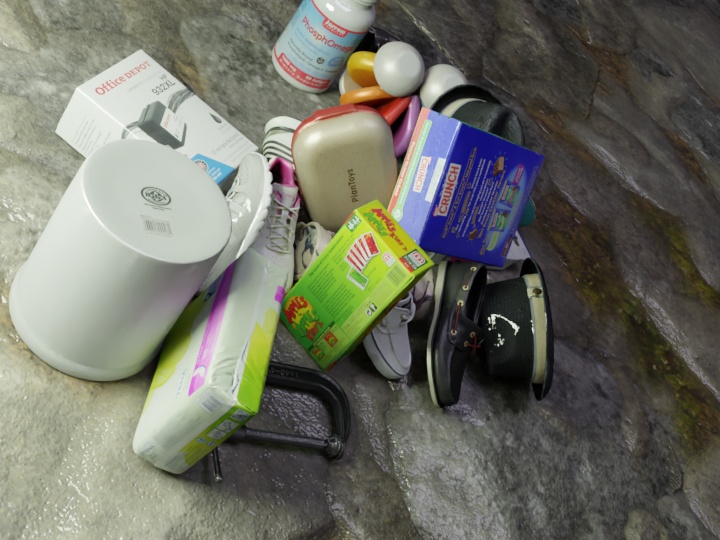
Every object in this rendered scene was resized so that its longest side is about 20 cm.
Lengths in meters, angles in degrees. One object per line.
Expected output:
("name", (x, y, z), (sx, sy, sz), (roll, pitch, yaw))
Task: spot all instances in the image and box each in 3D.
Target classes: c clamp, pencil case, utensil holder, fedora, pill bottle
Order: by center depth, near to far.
("utensil holder", (-0.243, -0.011, 1.024), (0.170, 0.200, 0.170), (23, 41, -21))
("c clamp", (-0.090, 0.169, 1.125), (0.200, 0.027, 0.171), (9, 43, -32))
("pencil case", (0.000, 0.000, 1.314), (0.200, 0.078, 0.090), (20, 38, -25))
("fedora", (0.205, 0.082, 1.377), (0.091, 0.201, 0.201), (-2, 47, 1))
("fedora", (0.177, -0.174, 1.473), (0.200, 0.092, 0.201), (-3, 96, -34))
("pill bottle", (-0.046, -0.377, 1.536), (0.109, 0.200, 0.109), (22, 42, -21))

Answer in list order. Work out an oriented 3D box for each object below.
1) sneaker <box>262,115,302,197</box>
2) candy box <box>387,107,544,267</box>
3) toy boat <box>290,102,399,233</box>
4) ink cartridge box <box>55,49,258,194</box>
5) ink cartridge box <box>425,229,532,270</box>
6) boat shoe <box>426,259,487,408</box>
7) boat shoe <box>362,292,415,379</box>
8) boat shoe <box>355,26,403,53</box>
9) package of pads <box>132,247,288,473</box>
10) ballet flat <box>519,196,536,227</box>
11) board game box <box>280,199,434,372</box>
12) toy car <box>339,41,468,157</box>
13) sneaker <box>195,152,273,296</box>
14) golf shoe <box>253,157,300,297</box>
("sneaker", (-0.049, -0.133, 1.420), (0.200, 0.076, 0.116), (18, 52, -15))
("candy box", (0.138, -0.105, 1.332), (0.077, 0.169, 0.200), (26, 10, 40))
("toy boat", (-0.021, -0.141, 1.324), (0.130, 0.200, 0.131), (-13, 41, -2))
("ink cartridge box", (-0.251, -0.163, 1.255), (0.200, 0.084, 0.145), (40, 39, -2))
("ink cartridge box", (0.168, -0.050, 1.538), (0.200, 0.037, 0.095), (3, 51, -35))
("boat shoe", (0.126, 0.080, 1.304), (0.074, 0.063, 0.202), (51, 44, -58))
("boat shoe", (0.033, 0.045, 1.239), (0.074, 0.065, 0.200), (-53, 128, -53))
("boat shoe", (-0.011, -0.384, 1.679), (0.200, 0.067, 0.057), (24, 30, -10))
("package of pads", (-0.154, 0.094, 1.035), (0.068, 0.154, 0.200), (34, 38, -21))
("ballet flat", (0.203, -0.146, 1.636), (0.200, 0.072, 0.072), (34, 39, -11))
("board game box", (-0.012, 0.022, 1.184), (0.102, 0.200, 0.048), (49, 39, 10))
("toy car", (0.059, -0.253, 1.565), (0.200, 0.175, 0.150), (21, 77, -24))
("sneaker", (-0.159, -0.056, 1.193), (0.082, 0.075, 0.200), (19, 69, -14))
("golf shoe", (-0.112, -0.058, 1.267), (0.075, 0.092, 0.200), (14, 47, -32))
